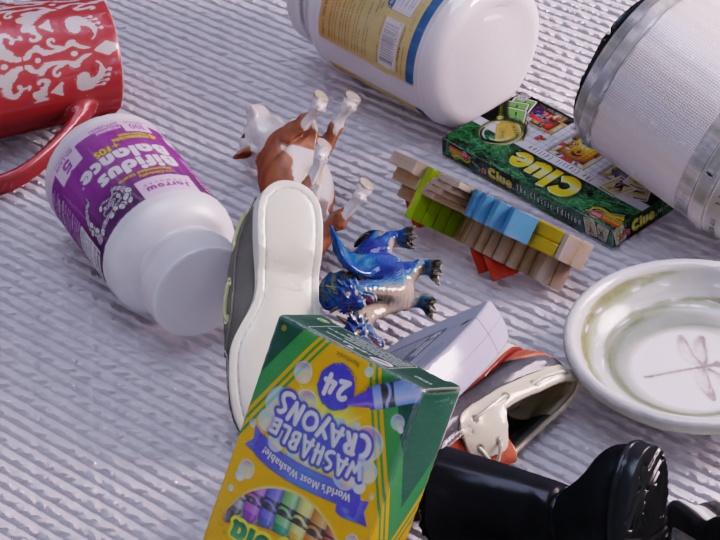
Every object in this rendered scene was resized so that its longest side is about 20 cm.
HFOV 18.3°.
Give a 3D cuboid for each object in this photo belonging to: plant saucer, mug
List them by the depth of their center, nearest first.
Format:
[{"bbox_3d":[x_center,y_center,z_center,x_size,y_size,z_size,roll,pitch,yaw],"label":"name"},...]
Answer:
[{"bbox_3d":[0.252,0.069,1.691,0.200,0.050,0.200,0,37,0],"label":"plant saucer"},{"bbox_3d":[-0.316,-0.156,1.987,0.200,0.178,0.133,-12,2,-19],"label":"mug"}]

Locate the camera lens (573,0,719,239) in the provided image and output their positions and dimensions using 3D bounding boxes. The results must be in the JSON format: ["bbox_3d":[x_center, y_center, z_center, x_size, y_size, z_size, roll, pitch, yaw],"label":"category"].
[{"bbox_3d":[0.287,-0.126,1.826,0.200,0.160,0.160,38,51,19],"label":"camera lens"}]

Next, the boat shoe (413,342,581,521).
[{"bbox_3d":[0.089,0.120,1.623,0.063,0.071,0.200,22,39,24],"label":"boat shoe"}]

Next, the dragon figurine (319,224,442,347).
[{"bbox_3d":[0.000,0.000,1.755,0.099,0.059,0.200,0,27,-21],"label":"dragon figurine"}]

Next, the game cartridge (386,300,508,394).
[{"bbox_3d":[0.022,0.091,1.612,0.133,0.042,0.200,-20,13,40],"label":"game cartridge"}]

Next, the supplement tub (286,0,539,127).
[{"bbox_3d":[0.044,-0.228,2.013,0.145,0.145,0.200,-31,46,-32],"label":"supplement tub"}]

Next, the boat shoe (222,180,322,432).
[{"bbox_3d":[-0.069,0.035,1.698,0.072,0.060,0.202,12,73,-21],"label":"boat shoe"}]

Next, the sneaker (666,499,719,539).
[{"bbox_3d":[0.286,0.187,1.477,0.115,0.076,0.200,-6,11,-11],"label":"sneaker"}]

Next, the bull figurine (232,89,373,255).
[{"bbox_3d":[-0.050,-0.085,1.873,0.065,0.121,0.200,19,37,-29],"label":"bull figurine"}]

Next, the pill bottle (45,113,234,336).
[{"bbox_3d":[-0.169,-0.035,1.800,0.112,0.112,0.200,-20,40,-21],"label":"pill bottle"}]

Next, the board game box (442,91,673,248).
[{"bbox_3d":[0.176,-0.089,1.927,0.105,0.023,0.200,-33,47,-31],"label":"board game box"}]

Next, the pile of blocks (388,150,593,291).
[{"bbox_3d":[0.093,-0.033,1.816,0.200,0.062,0.082,28,4,36],"label":"pile of blocks"}]

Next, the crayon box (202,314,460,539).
[{"bbox_3d":[-0.026,0.145,1.489,0.126,0.200,0.052,26,14,32],"label":"crayon box"}]

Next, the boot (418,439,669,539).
[{"bbox_3d":[0.115,0.157,1.474,0.168,0.200,0.076,16,63,19],"label":"boot"}]
